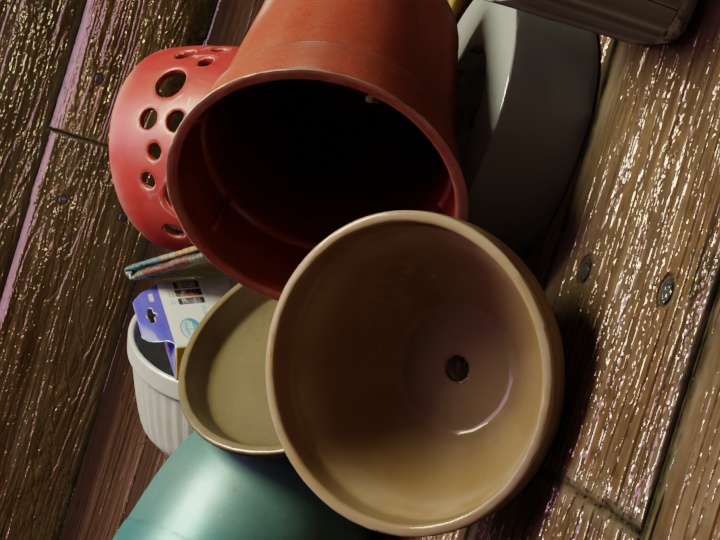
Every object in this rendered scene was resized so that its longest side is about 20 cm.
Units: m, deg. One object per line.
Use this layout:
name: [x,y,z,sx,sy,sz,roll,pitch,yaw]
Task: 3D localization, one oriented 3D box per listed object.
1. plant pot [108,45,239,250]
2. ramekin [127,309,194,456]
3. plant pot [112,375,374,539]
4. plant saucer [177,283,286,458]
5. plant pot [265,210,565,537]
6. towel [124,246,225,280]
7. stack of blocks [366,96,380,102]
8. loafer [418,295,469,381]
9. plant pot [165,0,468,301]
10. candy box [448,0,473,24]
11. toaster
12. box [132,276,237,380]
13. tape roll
plant pot: [-0.109,-0.118,1.538,0.182,0.200,0.202,0,69,33]
ramekin: [-0.117,0.101,1.495,0.200,0.199,0.106,-100,13,-60]
plant pot: [-0.072,0.191,1.259,0.189,0.199,0.200,-61,10,-17]
plant saucer: [-0.043,0.065,1.217,0.201,0.199,0.030,-88,-22,-45]
plant pot: [0.046,0.063,1.030,0.093,0.200,0.202,0,-68,-62]
towel: [-0.097,-0.011,1.481,0.146,0.199,0.022,-16,82,41]
stack of blocks: [-0.007,-0.133,1.417,0.200,0.058,0.116,0,-86,-77]
loafer: [0.065,0.075,1.126,0.072,0.063,0.201,-27,-33,-62]
plant pot: [-0.014,-0.112,1.116,0.196,0.200,0.201,-77,12,-47]
candy box: [0.080,-0.249,1.279,0.201,0.056,0.117,-64,-13,-2]
toaster: [0.136,-0.207,1.001,0.200,0.129,0.114,-135,64,-73]
box: [-0.101,0.047,1.447,0.119,0.199,0.042,-118,26,-58]
tape roll: [0.097,-0.103,1.163,0.200,0.066,0.201,-164,90,-76]
